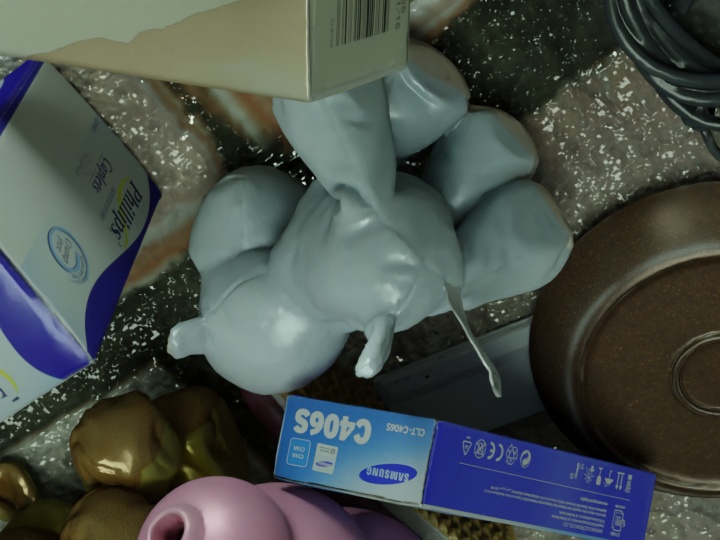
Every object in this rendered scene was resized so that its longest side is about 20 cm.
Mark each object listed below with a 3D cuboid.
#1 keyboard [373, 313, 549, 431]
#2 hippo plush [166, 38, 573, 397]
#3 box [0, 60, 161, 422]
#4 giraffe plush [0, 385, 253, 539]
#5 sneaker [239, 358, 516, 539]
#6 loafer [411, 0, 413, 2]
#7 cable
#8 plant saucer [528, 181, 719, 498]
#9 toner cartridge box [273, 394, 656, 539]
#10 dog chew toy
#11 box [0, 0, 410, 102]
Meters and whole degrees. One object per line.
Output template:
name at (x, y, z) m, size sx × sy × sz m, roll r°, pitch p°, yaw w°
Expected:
keyboard at (0.107, 0.046, 1.135) m, size 0.200 × 0.011 × 0.056 m, roll -22°, pitch 120°, yaw 17°
hippo plush at (0.000, 0.000, 1.045) m, size 0.159 × 0.200 × 0.161 m, roll 9°, pitch 148°, yaw -37°
box at (-0.218, 0.012, 1.044) m, size 0.200 × 0.184 × 0.105 m, roll -32°, pitch 110°, yaw 19°
giraffe plush at (-0.141, 0.158, 1.152) m, size 0.162 × 0.173 × 0.200 m, roll -11°, pitch 159°, yaw 24°
sneaker at (-0.008, 0.123, 1.147) m, size 0.090 × 0.075 × 0.200 m, roll -38°, pitch 110°, yaw 27°
loafer at (0.022, -0.156, 1.004) m, size 0.200 × 0.072 × 0.063 m, roll -24°, pitch 131°, yaw 24°
cable at (0.219, -0.146, 1.002) m, size 0.200 × 0.051 × 0.163 m, roll -27°, pitch 108°, yaw 21°
plant saucer at (0.189, 0.047, 1.106) m, size 0.200 × 0.035 × 0.201 m, roll 1°, pitch 123°, yaw 1°
toner cartridge box at (0.057, 0.103, 1.063) m, size 0.095 × 0.200 × 0.043 m, roll 5°, pitch 82°, yaw 40°
dog chew toy at (-0.038, 0.161, 1.038) m, size 0.124 × 0.125 × 0.200 m, roll -29°, pitch 142°, yaw 19°
box at (-0.084, -0.134, 0.956) m, size 0.200 × 0.095 × 0.078 m, roll 11°, pitch 110°, yaw 29°
